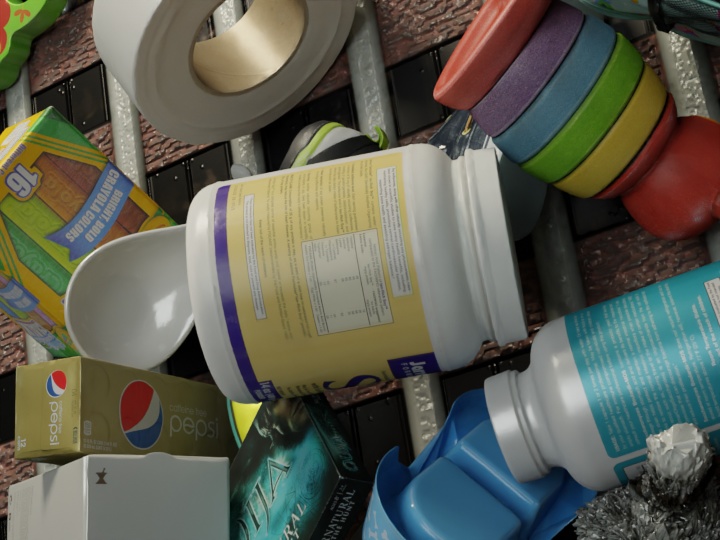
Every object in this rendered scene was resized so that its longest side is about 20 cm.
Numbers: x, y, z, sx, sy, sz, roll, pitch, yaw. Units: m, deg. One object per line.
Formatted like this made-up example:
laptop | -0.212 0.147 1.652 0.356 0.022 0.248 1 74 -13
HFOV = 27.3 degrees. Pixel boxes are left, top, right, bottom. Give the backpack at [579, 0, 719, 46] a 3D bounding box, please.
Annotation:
backpack | 0.219 -0.236 0.952 0.198 0.153 0.178 19 87 18

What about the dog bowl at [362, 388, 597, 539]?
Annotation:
dog bowl | 0.074 0.148 0.945 0.111 0.200 0.050 38 124 16

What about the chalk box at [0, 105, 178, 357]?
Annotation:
chalk box | -0.226 -0.011 1.174 0.125 0.200 0.123 -55 20 -20

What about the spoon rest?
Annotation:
spoon rest | -0.140 -0.006 1.118 0.200 0.100 0.060 -46 22 -24

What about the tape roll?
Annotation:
tape roll | -0.100 -0.196 1.129 0.203 0.202 0.071 -49 57 14

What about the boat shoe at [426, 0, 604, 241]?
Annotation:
boat shoe | 0.102 -0.118 1.057 0.090 0.071 0.202 8 72 51

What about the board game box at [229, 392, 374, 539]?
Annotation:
board game box | -0.065 0.181 0.997 0.201 0.028 0.135 -64 30 19

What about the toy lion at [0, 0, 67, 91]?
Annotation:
toy lion | -0.350 -0.257 1.397 0.198 0.068 0.194 -7 82 31

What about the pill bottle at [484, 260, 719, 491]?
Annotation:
pill bottle | 0.180 0.067 0.911 0.198 0.111 0.112 -20 68 11

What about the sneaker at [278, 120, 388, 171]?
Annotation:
sneaker | -0.036 -0.021 1.119 0.082 0.072 0.202 19 85 29

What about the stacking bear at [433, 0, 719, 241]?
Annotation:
stacking bear | 0.156 -0.097 0.952 0.199 0.121 0.114 36 75 -8

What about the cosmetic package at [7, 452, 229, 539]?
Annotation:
cosmetic package | -0.176 0.182 1.051 0.200 0.106 0.086 -25 63 61

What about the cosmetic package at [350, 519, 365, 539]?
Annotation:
cosmetic package | 0.022 0.248 1.015 0.201 0.090 0.107 -51 58 10

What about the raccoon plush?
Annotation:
raccoon plush | 0.179 0.191 0.869 0.096 0.200 0.135 -14 61 10

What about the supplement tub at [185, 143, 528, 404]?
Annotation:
supplement tub | 0.000 0.000 0.949 0.197 0.145 0.147 -10 72 8

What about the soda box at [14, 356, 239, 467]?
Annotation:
soda box | -0.164 0.114 1.096 0.063 0.199 0.069 -11 73 30

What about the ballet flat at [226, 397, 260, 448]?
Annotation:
ballet flat | -0.050 0.148 1.086 0.067 0.067 0.202 -29 56 28
